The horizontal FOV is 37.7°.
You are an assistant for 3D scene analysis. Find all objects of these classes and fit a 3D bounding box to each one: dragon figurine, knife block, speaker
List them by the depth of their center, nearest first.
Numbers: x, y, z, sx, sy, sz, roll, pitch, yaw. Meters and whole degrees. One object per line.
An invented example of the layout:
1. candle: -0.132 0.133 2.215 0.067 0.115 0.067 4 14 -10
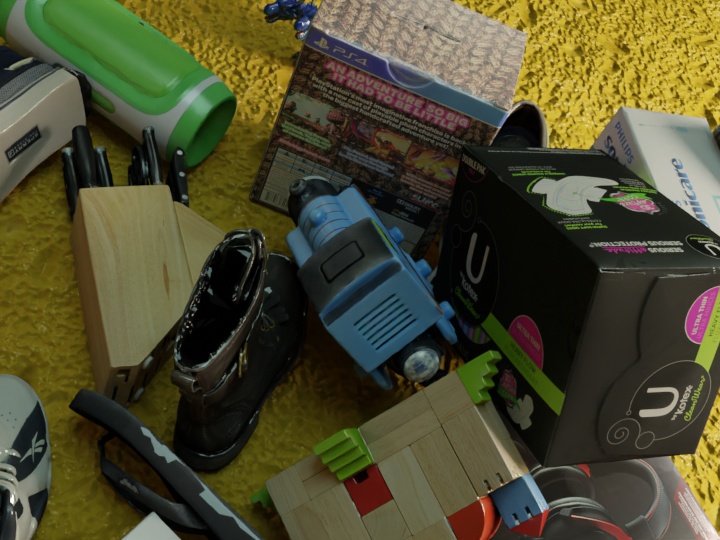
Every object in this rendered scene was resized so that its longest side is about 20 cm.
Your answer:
1. knife block: -0.188 -0.019 0.788 0.175 0.064 0.200 32 50 4
2. speaker: -0.204 -0.171 0.883 0.200 0.089 0.088 36 50 7
3. dragon figurine: -0.005 -0.233 0.999 0.199 0.100 0.059 -20 65 -33

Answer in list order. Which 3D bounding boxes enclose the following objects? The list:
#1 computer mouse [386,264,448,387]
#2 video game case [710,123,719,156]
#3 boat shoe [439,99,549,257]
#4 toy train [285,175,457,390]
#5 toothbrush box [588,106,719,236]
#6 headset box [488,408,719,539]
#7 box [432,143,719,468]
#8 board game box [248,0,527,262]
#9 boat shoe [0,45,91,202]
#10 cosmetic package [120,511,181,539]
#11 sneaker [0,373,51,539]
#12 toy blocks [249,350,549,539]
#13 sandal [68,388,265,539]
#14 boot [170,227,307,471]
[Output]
1. computer mouse: 0.085 0.028 0.876 0.109 0.044 0.200 27 51 14
2. video game case: 0.303 -0.013 0.869 0.023 0.200 0.183 -11 77 -2
3. boat shoe: 0.116 -0.065 0.889 0.072 0.060 0.200 19 50 7
4. toy train: 0.000 0.000 0.781 0.087 0.114 0.200 -35 38 4
5. toothbrush box: 0.215 -0.010 0.853 0.085 0.200 0.147 3 53 -21
6. headset box: 0.152 0.169 0.774 0.199 0.075 0.149 -11 59 -28
7. box: 0.149 0.016 0.733 0.124 0.149 0.200 -1 27 -20
8. board game box: 0.018 -0.122 0.859 0.159 0.200 0.097 23 50 -5
9. boat shoe: -0.305 -0.100 0.808 0.093 0.075 0.200 26 48 23
10. cosmetic package: -0.167 0.240 0.608 0.082 0.051 0.200 40 50 13
11. sneaker: -0.226 0.127 0.617 0.079 0.130 0.200 19 50 -8
12. toy blocks: 0.037 0.161 0.679 0.137 0.200 0.100 61 14 15
13. sandal: -0.121 0.149 0.685 0.200 0.076 0.043 41 73 11
14. boot: -0.077 0.029 0.713 0.069 0.174 0.201 16 54 3
